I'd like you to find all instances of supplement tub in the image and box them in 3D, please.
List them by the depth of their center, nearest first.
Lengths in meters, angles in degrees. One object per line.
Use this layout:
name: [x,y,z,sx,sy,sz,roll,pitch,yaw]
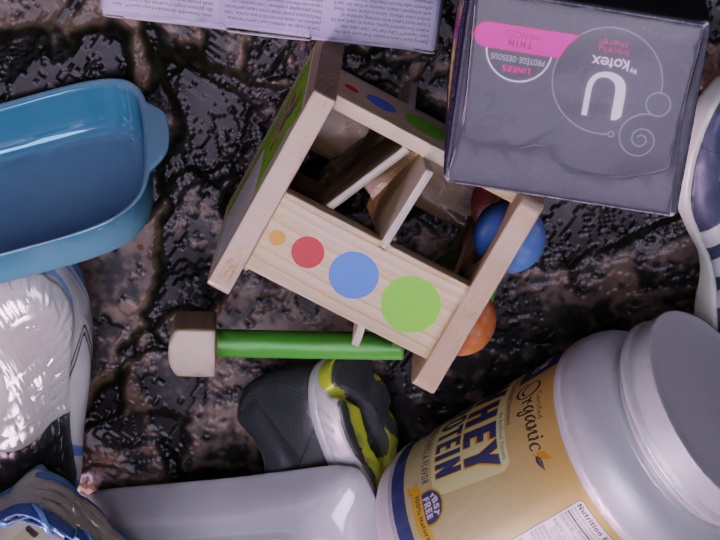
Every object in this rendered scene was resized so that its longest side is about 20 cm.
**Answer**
supplement tub: [0.122,0.121,1.666,0.200,0.145,0.145,-33,106,30]

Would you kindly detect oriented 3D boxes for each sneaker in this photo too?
sneaker: [0.227,-0.017,1.654,0.084,0.075,0.201,20,137,37]
sneaker: [-0.186,0.067,1.738,0.072,0.073,0.201,14,125,7]
sneaker: [-0.011,0.135,1.757,0.084,0.074,0.201,-1,117,29]

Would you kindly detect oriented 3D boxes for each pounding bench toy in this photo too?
pounding bench toy: [0.000,0.000,1.669,0.156,0.124,0.200,27,109,-8]

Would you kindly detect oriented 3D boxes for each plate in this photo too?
plate: [-0.056,0.213,1.758,0.199,0.032,0.201,-8,112,32]

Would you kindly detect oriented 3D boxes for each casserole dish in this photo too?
casserole dish: [-0.196,-0.040,1.674,0.199,0.121,0.039,-15,136,8]

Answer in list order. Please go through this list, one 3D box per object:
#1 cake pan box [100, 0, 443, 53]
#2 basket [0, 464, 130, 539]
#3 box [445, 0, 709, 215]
cake pan box: [-0.043,-0.220,1.631,0.199,0.052,0.185,6,108,0]
basket: [-0.172,0.214,1.658,0.139,0.200,0.176,-43,102,13]
box: [0.110,-0.117,1.573,0.122,0.200,0.107,8,111,-1]
